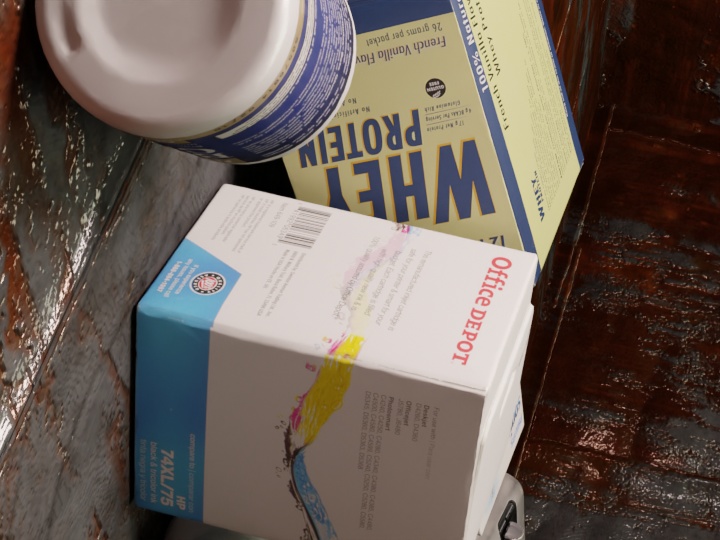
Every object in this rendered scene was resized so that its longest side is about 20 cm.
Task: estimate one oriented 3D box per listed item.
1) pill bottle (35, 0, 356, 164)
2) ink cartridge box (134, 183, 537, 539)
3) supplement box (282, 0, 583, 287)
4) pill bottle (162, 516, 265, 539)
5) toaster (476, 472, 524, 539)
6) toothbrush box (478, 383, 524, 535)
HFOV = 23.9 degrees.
[{"bbox_3d":[-0.063,-0.106,0.777,0.200,0.110,0.112,8,95,-79],"label":"pill bottle"},{"bbox_3d":[-0.013,0.063,0.992,0.147,0.199,0.147,-61,161,-55],"label":"ink cartridge box"},{"bbox_3d":[0.042,-0.108,1.092,0.200,0.134,0.201,-60,135,-59],"label":"supplement box"},{"bbox_3d":[-0.060,0.174,1.110,0.200,0.112,0.113,-47,148,-71],"label":"pill bottle"},{"bbox_3d":[0.048,0.270,1.636,0.181,0.199,0.119,-53,152,-48],"label":"toaster"},{"bbox_3d":[0.056,0.064,1.218,0.146,0.086,0.201,-58,146,-57],"label":"toothbrush box"}]
